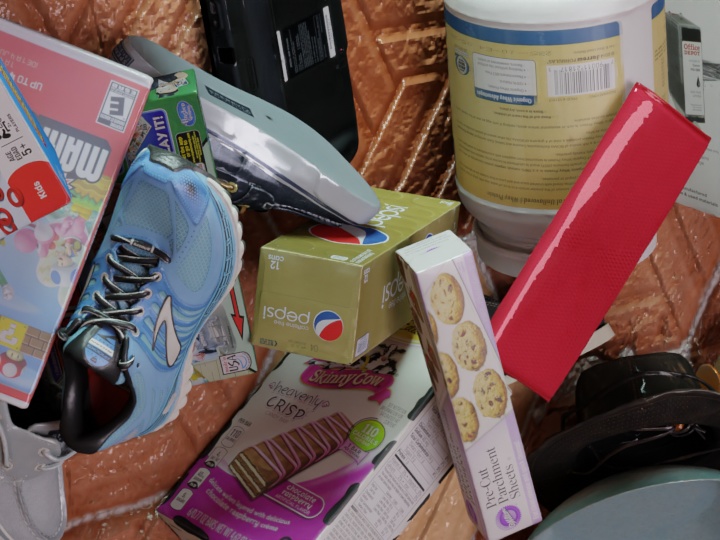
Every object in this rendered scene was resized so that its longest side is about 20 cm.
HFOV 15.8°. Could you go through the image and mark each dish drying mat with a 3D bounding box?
[{"bbox_3d":[0.147,-0.017,1.647,0.077,0.018,0.200,33,88,-39],"label":"dish drying mat"}]

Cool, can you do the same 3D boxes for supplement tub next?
[{"bbox_3d":[0.131,-0.108,1.704,0.144,0.144,0.201,-22,119,-34],"label":"supplement tub"}]

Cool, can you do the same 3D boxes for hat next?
[{"bbox_3d":[0.200,0.107,1.880,0.200,0.200,0.081,18,49,-43],"label":"hat"}]

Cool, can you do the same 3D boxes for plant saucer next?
[{"bbox_3d":[0.204,0.185,1.892,0.200,0.039,0.201,-10,151,-6],"label":"plant saucer"}]

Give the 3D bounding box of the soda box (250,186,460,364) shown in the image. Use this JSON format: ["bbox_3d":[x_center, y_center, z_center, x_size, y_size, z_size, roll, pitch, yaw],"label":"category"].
[{"bbox_3d":[0.000,0.000,1.623,0.200,0.068,0.064,-32,130,-67],"label":"soda box"}]

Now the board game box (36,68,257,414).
[{"bbox_3d":[-0.143,-0.014,1.522,0.134,0.029,0.200,-12,124,-1],"label":"board game box"}]

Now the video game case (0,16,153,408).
[{"bbox_3d":[-0.217,-0.041,1.450,0.143,0.017,0.201,21,95,-4],"label":"video game case"}]

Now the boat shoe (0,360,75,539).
[{"bbox_3d":[-0.202,0.089,1.524,0.070,0.071,0.201,-56,138,-50],"label":"boat shoe"}]

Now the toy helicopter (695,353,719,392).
[{"bbox_3d":[0.279,0.134,1.973,0.132,0.079,0.201,9,103,-42],"label":"toy helicopter"}]

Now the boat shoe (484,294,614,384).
[{"bbox_3d":[0.081,0.053,1.785,0.200,0.072,0.068,-23,93,-29],"label":"boat shoe"}]

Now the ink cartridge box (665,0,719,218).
[{"bbox_3d":[0.284,-0.157,1.863,0.147,0.083,0.201,-23,120,-34],"label":"ink cartridge box"}]

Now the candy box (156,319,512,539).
[{"bbox_3d":[-0.017,0.116,1.664,0.200,0.136,0.061,-50,131,-17],"label":"candy box"}]

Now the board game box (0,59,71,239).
[{"bbox_3d":[-0.284,-0.077,1.362,0.195,0.056,0.200,-28,126,1],"label":"board game box"}]

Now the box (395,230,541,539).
[{"bbox_3d":[0.068,0.072,1.599,0.041,0.039,0.201,-21,117,-11],"label":"box"}]

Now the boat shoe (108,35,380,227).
[{"bbox_3d":[-0.087,-0.060,1.566,0.200,0.071,0.091,29,109,-28],"label":"boat shoe"}]

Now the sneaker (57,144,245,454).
[{"bbox_3d":[-0.125,0.025,1.464,0.090,0.078,0.200,-41,150,-55],"label":"sneaker"}]

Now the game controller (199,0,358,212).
[{"bbox_3d":[-0.050,-0.138,1.617,0.104,0.042,0.201,-37,128,-43],"label":"game controller"}]
